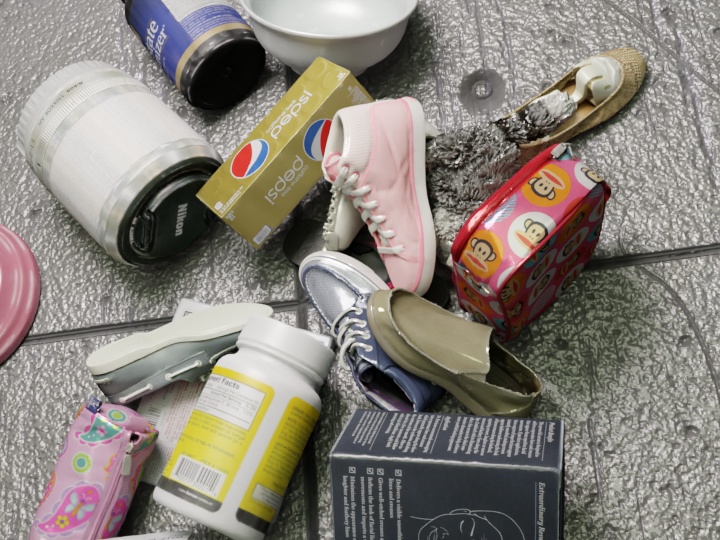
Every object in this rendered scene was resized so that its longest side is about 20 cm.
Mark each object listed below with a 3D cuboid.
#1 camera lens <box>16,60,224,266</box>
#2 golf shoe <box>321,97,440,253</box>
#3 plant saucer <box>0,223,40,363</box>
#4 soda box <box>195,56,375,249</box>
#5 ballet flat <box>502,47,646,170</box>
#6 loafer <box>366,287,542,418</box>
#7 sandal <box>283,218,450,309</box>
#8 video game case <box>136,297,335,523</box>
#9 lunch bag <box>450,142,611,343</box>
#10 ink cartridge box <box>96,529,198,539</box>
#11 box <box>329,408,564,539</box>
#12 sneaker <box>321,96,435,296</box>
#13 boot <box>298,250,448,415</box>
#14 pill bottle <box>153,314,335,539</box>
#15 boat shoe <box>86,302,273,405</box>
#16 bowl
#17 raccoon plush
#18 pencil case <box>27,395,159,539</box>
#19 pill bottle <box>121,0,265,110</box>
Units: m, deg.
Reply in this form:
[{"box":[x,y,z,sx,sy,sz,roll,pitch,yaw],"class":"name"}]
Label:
[{"box":[-0.258,-0.116,1.116,0.160,0.160,0.200,-45,67,-7],"class":"camera lens"},{"box":[0.027,-0.094,1.084,0.097,0.078,0.200,23,64,5],"class":"golf shoe"},{"box":[-0.470,0.028,1.167,0.200,0.051,0.201,-4,68,10],"class":"plant saucer"},{"box":[-0.075,-0.124,1.065,0.200,0.064,0.068,-49,42,-3],"class":"soda box"},{"box":[0.227,-0.181,1.090,0.200,0.065,0.071,-40,68,-5],"class":"ballet flat"},{"box":[0.095,0.075,0.973,0.200,0.068,0.076,36,39,-15],"class":"loafer"},{"box":[0.000,0.000,1.080,0.200,0.045,0.075,26,75,20],"class":"sandal"},{"box":[-0.141,0.143,1.070,0.182,0.022,0.200,14,72,17],"class":"video game case"},{"box":[0.172,-0.029,0.972,0.176,0.200,0.082,-43,69,-9],"class":"lunch bag"},{"box":[-0.215,0.353,0.930,0.146,0.083,0.200,-8,90,2],"class":"ink cartridge box"},{"box":[0.082,0.216,0.915,0.200,0.107,0.149,2,106,13],"class":"box"},{"box":[0.013,-0.070,1.008,0.105,0.075,0.200,-6,95,-24],"class":"sneaker"},{"box":[0.003,0.062,1.007,0.200,0.090,0.073,40,121,10],"class":"boot"},{"box":[-0.107,0.152,0.985,0.114,0.114,0.200,20,74,18],"class":"pill bottle"},{"box":[-0.182,0.087,1.067,0.200,0.073,0.062,-18,110,-3],"class":"boat shoe"},{"box":[-0.035,-0.277,1.150,0.201,0.090,0.201,0,43,0],"class":"bowl"},{"box":[0.134,-0.080,1.018,0.200,0.097,0.134,-26,75,42],"class":"raccoon plush"},{"box":[-0.270,0.229,1.014,0.087,0.087,0.200,21,87,18],"class":"pencil case"},{"box":[-0.207,-0.292,1.199,0.112,0.112,0.200,-38,66,-4],"class":"pill bottle"}]
